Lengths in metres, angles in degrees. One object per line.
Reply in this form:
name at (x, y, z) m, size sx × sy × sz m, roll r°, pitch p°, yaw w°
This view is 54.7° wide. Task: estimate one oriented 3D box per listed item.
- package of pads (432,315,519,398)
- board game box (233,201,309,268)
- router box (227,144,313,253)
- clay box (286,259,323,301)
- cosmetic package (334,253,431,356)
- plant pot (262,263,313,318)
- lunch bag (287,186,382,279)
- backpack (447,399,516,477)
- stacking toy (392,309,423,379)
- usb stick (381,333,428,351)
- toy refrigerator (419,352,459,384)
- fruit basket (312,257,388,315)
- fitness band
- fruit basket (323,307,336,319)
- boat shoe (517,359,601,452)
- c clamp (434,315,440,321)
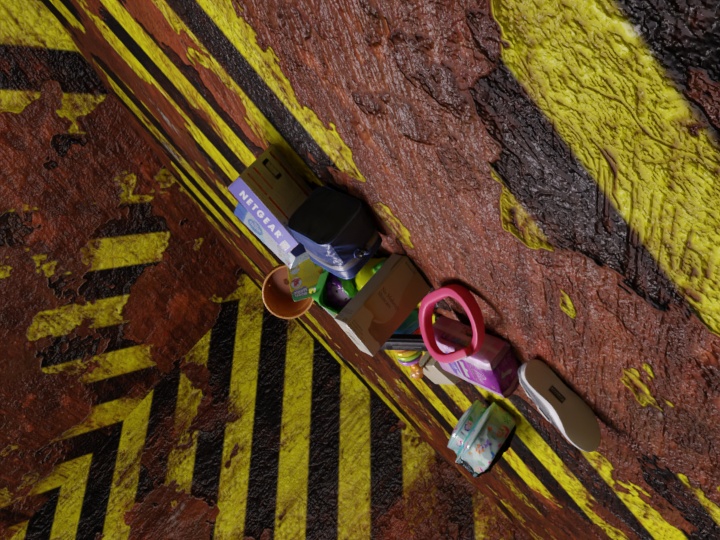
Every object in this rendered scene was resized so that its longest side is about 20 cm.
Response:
package of pads at (0.238, 0.181, 1.470) m, size 0.198 × 0.076 × 0.122 m, roll 21°, pitch 150°, yaw 48°
board game box at (-0.172, -0.117, 1.692) m, size 0.198 × 0.199 × 0.044 m, roll 43°, pitch 128°, yaw 12°
router box at (-0.188, -0.169, 1.608) m, size 0.048 × 0.180 × 0.201 m, roll -33°, pitch 104°, yaw 36°
clay box at (-0.129, -0.019, 1.761) m, size 0.048 × 0.112 × 0.205 m, roll 60°, pitch -163°, yaw -63°
cosmetic package at (0.049, 0.072, 1.504) m, size 0.106 × 0.201 × 0.071 m, roll 47°, pitch 166°, yaw -22°
plant pot at (-0.269, 0.058, 2.582) m, size 0.201 × 0.199 × 0.140 m, roll 49°, pitch -176°, yaw -18°
lunch bag at (-0.046, -0.075, 1.504) m, size 0.198 × 0.136 × 0.133 m, roll 30°, pitch 161°, yaw 46°
backpack at (0.319, 0.430, 1.802) m, size 0.149 × 0.179 × 0.201 m, roll 37°, pitch 162°, yaw 9°
stacking toy at (0.123, 0.199, 1.775) m, size 0.109 × 0.115 × 0.204 m, roll 28°, pitch 147°, yaw 52°
usb stick at (0.115, 0.168, 1.627) m, size 0.193 × 0.034 × 0.056 m, roll 0°, pitch 154°, yaw 9°
toy refrigerator at (0.213, 0.248, 1.828) m, size 0.075 × 0.070 × 0.200 m, roll 39°, pitch 169°, yaw 0°
fruit basket at (0.008, 0.047, 1.624) m, size 0.210 × 0.159 × 0.216 m, roll 21°, pitch 166°, yaw 5°
fitness band at (0.180, 0.107, 1.391) m, size 0.199 × 0.036 × 0.148 m, roll -33°, pitch 71°, yaw 63°
fruit basket at (-0.054, 0.106, 1.902) m, size 0.185 × 0.093 × 0.201 m, roll 45°, pitch -169°, yaw -24°
boat shoe at (0.372, 0.257, 1.320) m, size 0.200 × 0.072 × 0.068 m, roll 47°, pitch 166°, yaw 7°
c clamp at (0.237, 0.181, 1.627) m, size 0.170 × 0.027 × 0.201 m, roll 39°, pitch 165°, yaw 31°
